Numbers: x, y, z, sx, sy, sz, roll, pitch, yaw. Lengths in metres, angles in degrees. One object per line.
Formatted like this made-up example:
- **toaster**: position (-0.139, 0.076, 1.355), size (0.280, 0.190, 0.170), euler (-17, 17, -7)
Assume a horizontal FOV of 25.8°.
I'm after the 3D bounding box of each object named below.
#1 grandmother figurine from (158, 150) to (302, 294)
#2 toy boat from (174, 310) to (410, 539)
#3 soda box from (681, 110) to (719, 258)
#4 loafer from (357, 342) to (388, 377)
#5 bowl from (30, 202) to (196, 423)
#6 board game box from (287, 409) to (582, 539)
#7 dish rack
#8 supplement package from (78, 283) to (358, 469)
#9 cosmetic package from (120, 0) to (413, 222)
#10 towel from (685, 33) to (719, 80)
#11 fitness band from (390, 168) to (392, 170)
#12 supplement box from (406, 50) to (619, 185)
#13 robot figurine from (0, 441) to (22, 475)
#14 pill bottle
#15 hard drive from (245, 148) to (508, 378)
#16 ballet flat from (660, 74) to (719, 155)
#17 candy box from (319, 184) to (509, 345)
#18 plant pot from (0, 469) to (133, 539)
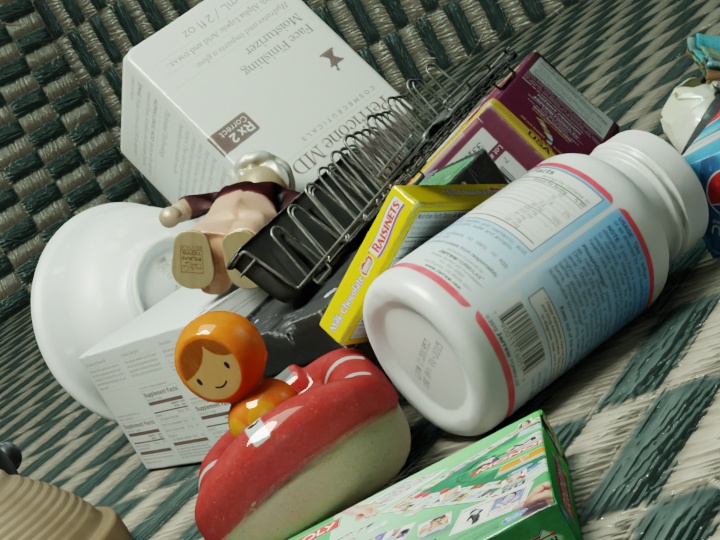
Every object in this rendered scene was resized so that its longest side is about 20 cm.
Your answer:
- **grandmother figurine**: position (-0.090, -0.041, 1.179), size (0.121, 0.061, 0.200), euler (8, 21, 7)
- **toy boat**: position (-0.054, 0.079, 0.883), size (0.130, 0.131, 0.200), euler (-39, 9, -1)
- **soda box**: position (0.268, -0.083, 1.008), size (0.068, 0.064, 0.200), euler (-23, 11, 36)
- **loafer**: position (0.078, 0.002, 1.116), size (0.200, 0.071, 0.073), euler (-31, 9, -7)
- **bowl**: position (-0.172, 0.027, 1.346), size (0.201, 0.201, 0.090), euler (-37, 10, -39)
- **board game box**: position (0.005, 0.140, 0.728), size (0.200, 0.029, 0.135), euler (-29, 8, 9)
- **dish rack**: position (0.013, -0.070, 0.990), size (0.200, 0.055, 0.153), euler (-47, 0, 42)
- **supplement package**: position (-0.092, 0.060, 1.211), size (0.156, 0.111, 0.200), euler (-36, 11, -34)
- **cosmetic package**: position (-0.088, -0.124, 1.394), size (0.165, 0.200, 0.165), euler (-40, -14, -24)
- **towel**: position (0.326, -0.163, 1.191), size (0.146, 0.022, 0.200), euler (1, 13, 8)
- **fitness band**: position (-0.018, -0.020, 1.411), size (0.200, 0.037, 0.144), euler (-47, -15, 6)
- **supplement box**: position (0.116, -0.081, 1.255), size (0.131, 0.103, 0.200), euler (-46, 1, 25)
- **robot figurine**: position (-0.341, 0.196, 1.230), size (0.150, 0.125, 0.200), euler (11, -24, -44)
- **pill bottle**: position (0.107, 0.001, 0.915), size (0.200, 0.109, 0.109), euler (-34, 10, -26)
- **hard drive**: position (0.000, 0.000, 1.070), size (0.140, 0.038, 0.200), euler (-22, 18, 49)
- **ballet flat**: position (0.256, -0.110, 1.155), size (0.073, 0.073, 0.200), euler (-26, 9, 26)
- **candy box**: position (0.062, -0.007, 0.985), size (0.200, 0.026, 0.102), euler (-4, -54, -54)
- **plant pot**: position (-0.260, 0.197, 1.053), size (0.201, 0.093, 0.201), euler (-28, 9, 5)
